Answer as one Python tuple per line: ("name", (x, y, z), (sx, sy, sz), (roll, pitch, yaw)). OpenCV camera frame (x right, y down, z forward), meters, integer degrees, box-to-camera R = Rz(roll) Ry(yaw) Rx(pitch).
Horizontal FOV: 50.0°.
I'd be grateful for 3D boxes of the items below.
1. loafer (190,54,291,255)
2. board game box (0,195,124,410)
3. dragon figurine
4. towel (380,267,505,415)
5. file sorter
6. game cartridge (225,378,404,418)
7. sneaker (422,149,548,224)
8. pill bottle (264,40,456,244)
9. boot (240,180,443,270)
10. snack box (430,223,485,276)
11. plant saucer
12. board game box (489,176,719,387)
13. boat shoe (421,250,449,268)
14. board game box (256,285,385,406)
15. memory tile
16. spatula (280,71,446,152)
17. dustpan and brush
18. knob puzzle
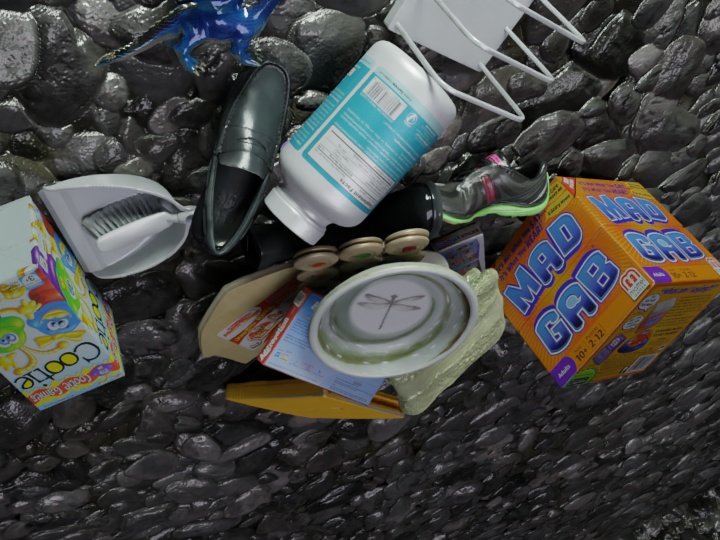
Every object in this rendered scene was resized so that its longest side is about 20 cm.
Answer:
("loafer", (-0.111, -0.109, 0.751), (0.068, 0.070, 0.201), (16, 101, -26))
("board game box", (-0.340, 0.040, 0.804), (0.104, 0.103, 0.200), (-23, 142, -5))
("dragon figurine", (-0.131, -0.226, 0.658), (0.199, 0.059, 0.100), (-10, 139, -21))
("towel", (0.116, 0.096, 1.031), (0.200, 0.036, 0.149), (-39, 138, -12))
("file sorter", (0.149, -0.264, 0.727), (0.138, 0.125, 0.200), (11, 128, -39))
("game cartridge", (-0.065, 0.185, 1.109), (0.199, 0.033, 0.176), (-7, 158, 40))
("sneaker", (0.148, -0.109, 0.959), (0.199, 0.077, 0.084), (-9, 122, -26))
("pill bottle", (-0.007, -0.122, 0.778), (0.200, 0.111, 0.111), (-47, 139, 7))
("boot", (-0.026, -0.049, 0.867), (0.199, 0.066, 0.165), (-9, 176, -20))
("snack box", (0.147, 0.016, 1.125), (0.072, 0.024, 0.200), (-22, 142, -5))
("plant saucer", (0.035, 0.049, 0.897), (0.199, 0.050, 0.201), (-7, 137, -7))
("board game box", (0.336, 0.013, 1.072), (0.199, 0.200, 0.200), (-2, 136, -39))
("boat shoe", (0.029, 0.037, 1.051), (0.200, 0.072, 0.069), (-36, -179, 2))
("board game box", (-0.028, 0.098, 0.954), (0.200, 0.019, 0.103), (31, 95, -45))
("memory tile", (0.000, 0.000, 0.899), (0.152, 0.017, 0.200), (-10, 165, -3))
("spatula", (0.006, -0.164, 0.841), (0.199, 0.021, 0.057), (-27, 138, -1))
("dustpan and brush", (-0.209, -0.056, 0.805), (0.199, 0.057, 0.140), (-22, 142, -10))
("knob puzzle", (-0.125, 0.040, 0.969), (0.219, 0.031, 0.220), (-28, 156, -13))
